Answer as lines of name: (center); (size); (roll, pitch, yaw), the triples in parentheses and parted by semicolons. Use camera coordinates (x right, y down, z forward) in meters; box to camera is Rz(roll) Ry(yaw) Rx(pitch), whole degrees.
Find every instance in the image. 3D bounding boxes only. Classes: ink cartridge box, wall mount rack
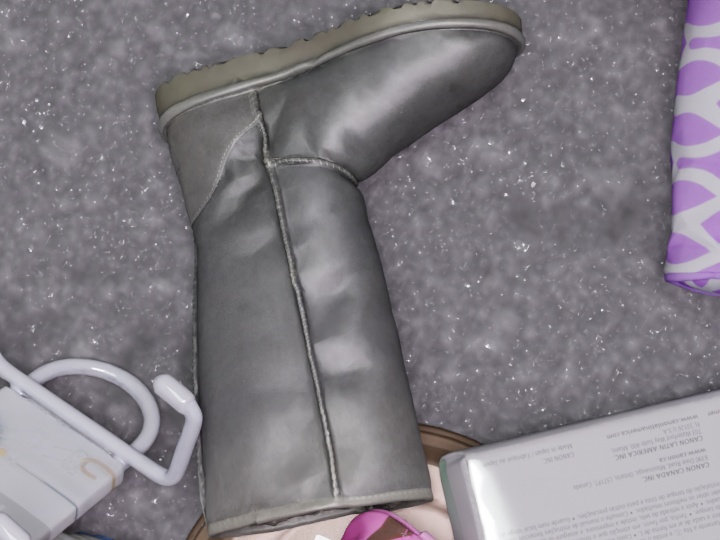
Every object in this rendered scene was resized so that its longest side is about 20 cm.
ink cartridge box: (0.133, 0.157, 1.024); (0.160, 0.050, 0.201); (-12, 87, -12)
wall mount rack: (-0.168, 0.054, 1.000); (0.173, 0.200, 0.075); (32, 130, 15)

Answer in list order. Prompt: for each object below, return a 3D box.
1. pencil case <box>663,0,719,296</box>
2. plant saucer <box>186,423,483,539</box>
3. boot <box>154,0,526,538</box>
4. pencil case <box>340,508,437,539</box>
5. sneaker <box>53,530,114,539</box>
pencil case: (0.177, -0.083, 1.037); (0.083, 0.085, 0.201); (9, 86, 14)
plant saucer: (0.009, 0.165, 1.057); (0.199, 0.029, 0.201); (0, 85, 4)
boot: (0.002, 0.000, 1.033); (0.181, 0.073, 0.201); (-18, 68, 15)
pencil case: (-0.041, 0.166, 0.959); (0.200, 0.094, 0.091); (-31, 59, -32)
sneaker: (-0.145, 0.144, 1.029); (0.200, 0.085, 0.077); (36, 122, 11)
